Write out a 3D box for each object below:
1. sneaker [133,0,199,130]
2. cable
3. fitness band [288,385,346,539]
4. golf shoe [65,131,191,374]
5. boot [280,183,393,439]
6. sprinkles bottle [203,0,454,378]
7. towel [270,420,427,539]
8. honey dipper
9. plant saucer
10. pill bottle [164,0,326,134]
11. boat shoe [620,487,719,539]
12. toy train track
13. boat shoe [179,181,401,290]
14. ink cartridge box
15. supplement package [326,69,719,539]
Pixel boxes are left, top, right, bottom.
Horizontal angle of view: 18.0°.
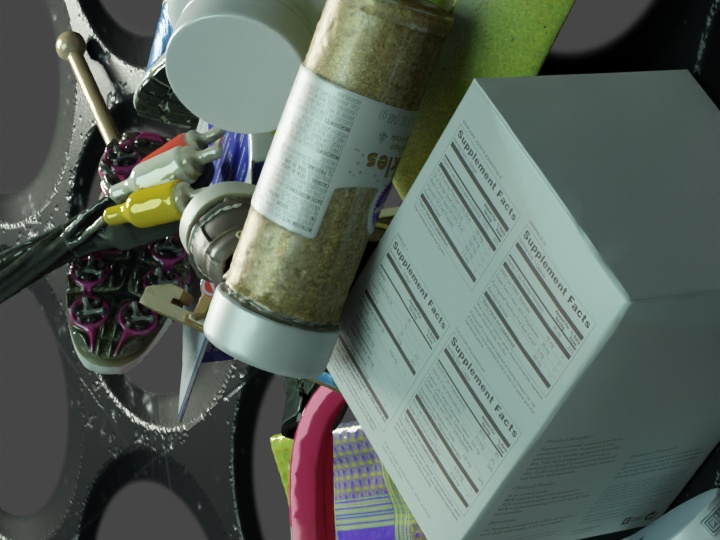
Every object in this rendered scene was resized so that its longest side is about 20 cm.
[{"bbox_3d":[-0.094,-0.165,1.482,0.200,0.078,0.089,122,158,-50],"label":"sneaker"},{"bbox_3d":[-0.162,-0.035,1.353,0.097,0.200,0.050,-84,-28,-56],"label":"cable"},{"bbox_3d":[0.032,0.143,1.316,0.143,0.037,0.201,-2,95,16],"label":"fitness band"},{"bbox_3d":[-0.140,0.004,1.423,0.200,0.072,0.092,-82,1,-51],"label":"golf shoe"},{"bbox_3d":[-0.009,0.001,1.358,0.131,0.068,0.200,-104,26,-42],"label":"boot"},{"bbox_3d":[-0.017,-0.048,1.158,0.068,0.068,0.200,33,107,46],"label":"sprinkles bottle"},{"bbox_3d":[0.013,0.161,1.409,0.200,0.023,0.144,-10,87,53],"label":"towel"},{"bbox_3d":[-0.177,-0.096,1.621,0.038,0.038,0.200,-54,50,41],"label":"honey dipper"},{"bbox_3d":[0.052,-0.147,1.230,0.200,0.048,0.200,-97,27,-51],"label":"plant saucer"},{"bbox_3d":[-0.046,-0.171,1.297,0.111,0.111,0.200,-51,15,43],"label":"pill bottle"},{"bbox_3d":[0.150,0.177,1.203,0.066,0.070,0.200,48,138,0],"label":"boat shoe"},{"bbox_3d":[-0.027,0.044,1.265,0.200,0.115,0.033,24,84,15],"label":"toy train track"},{"bbox_3d":[0.000,0.000,1.257,0.072,0.200,0.060,-67,28,23],"label":"boat shoe"},{"bbox_3d":[-0.073,-0.041,1.394,0.198,0.047,0.200,113,158,-47],"label":"ink cartridge box"},{"bbox_3d":[0.106,0.022,1.161,0.151,0.151,0.200,58,136,31],"label":"supplement package"}]
